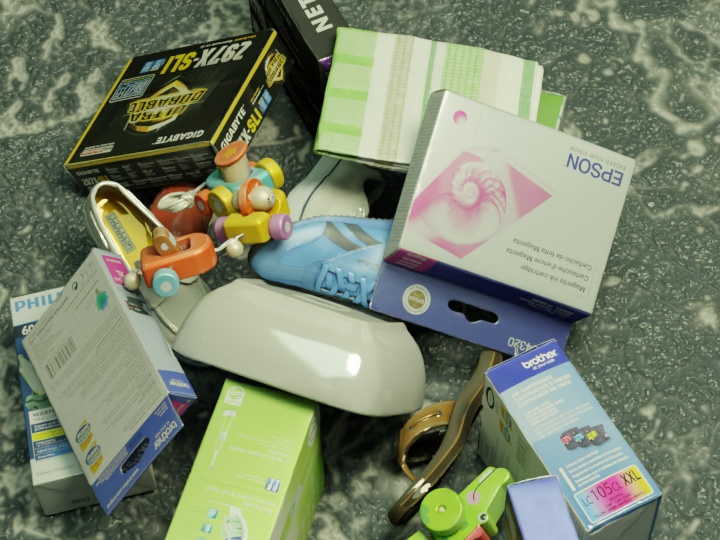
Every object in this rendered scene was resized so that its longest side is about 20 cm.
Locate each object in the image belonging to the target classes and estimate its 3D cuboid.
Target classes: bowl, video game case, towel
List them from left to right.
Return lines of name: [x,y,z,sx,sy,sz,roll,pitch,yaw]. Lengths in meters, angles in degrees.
bowl: [-0.042,0.061,1.429,0.198,0.200,0.075,19,94,18]
towel: [0.064,-0.148,1.532,0.198,0.031,0.150,10,59,1]
video game case: [0.154,0.289,1.271,0.045,0.182,0.201,-11,55,-6]

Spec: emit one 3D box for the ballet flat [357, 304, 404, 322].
ballet flat: [0.051,-0.035,1.576,0.067,0.071,0.201,22,58,15]

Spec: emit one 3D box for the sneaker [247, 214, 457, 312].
sneaker: [0.000,0.000,1.466,0.198,0.066,0.079,0,55,-23]

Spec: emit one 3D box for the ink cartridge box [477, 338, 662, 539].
ink cartridge box: [0.163,0.157,1.393,0.076,0.137,0.201,-23,57,-16]

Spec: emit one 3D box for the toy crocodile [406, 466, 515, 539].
toy crocodile: [0.055,0.239,1.366,0.200,0.068,0.062,-40,57,-9]

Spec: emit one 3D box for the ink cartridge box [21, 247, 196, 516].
ink cartridge box: [-0.209,0.094,1.400,0.119,0.042,0.201,-49,52,22]

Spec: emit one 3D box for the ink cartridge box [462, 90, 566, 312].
ink cartridge box: [0.146,-0.064,1.572,0.059,0.104,0.201,11,55,10]

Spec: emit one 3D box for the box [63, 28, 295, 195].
box: [-0.177,-0.155,1.630,0.199,0.049,0.160,-5,44,37]

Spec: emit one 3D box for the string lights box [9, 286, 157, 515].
string lights box: [-0.251,0.110,1.491,0.102,0.059,0.201,-13,55,-5]

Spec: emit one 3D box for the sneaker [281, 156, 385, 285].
sneaker: [-0.028,-0.051,1.568,0.070,0.074,0.200,15,39,12]

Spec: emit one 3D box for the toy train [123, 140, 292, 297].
toy train: [-0.136,-0.055,1.445,0.149,0.056,0.200,-15,27,4]

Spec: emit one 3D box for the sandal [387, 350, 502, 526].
sandal: [0.065,0.139,1.441,0.054,0.082,0.201,29,56,5]

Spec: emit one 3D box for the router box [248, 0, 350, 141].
router box: [-0.057,-0.233,1.675,0.051,0.150,0.201,-22,57,-13]

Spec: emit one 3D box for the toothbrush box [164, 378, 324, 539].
toothbrush box: [-0.097,0.216,1.357,0.085,0.146,0.201,13,55,11]

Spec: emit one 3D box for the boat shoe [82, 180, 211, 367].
boat shoe: [-0.186,0.001,1.524,0.071,0.070,0.201,-33,83,-16]

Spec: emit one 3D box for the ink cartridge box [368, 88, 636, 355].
ink cartridge box: [0.127,-0.033,1.459,0.195,0.043,0.202,17,85,-18]

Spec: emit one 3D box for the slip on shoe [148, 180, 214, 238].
slip on shoe: [-0.173,-0.060,1.610,0.074,0.061,0.201,21,60,13]
